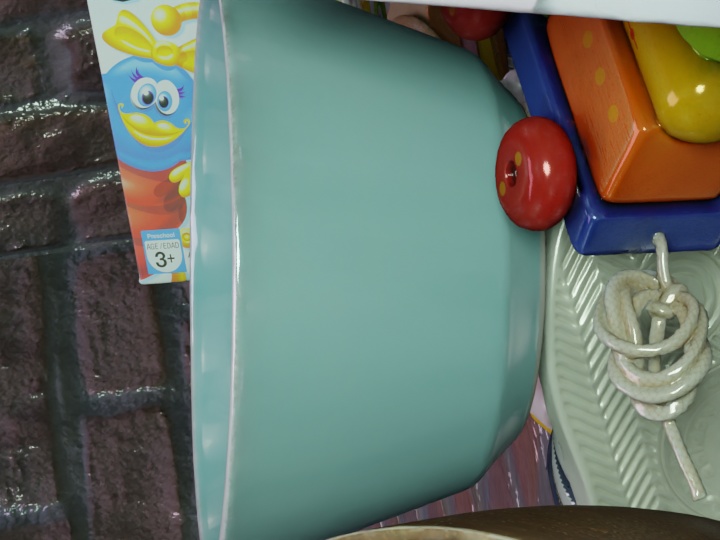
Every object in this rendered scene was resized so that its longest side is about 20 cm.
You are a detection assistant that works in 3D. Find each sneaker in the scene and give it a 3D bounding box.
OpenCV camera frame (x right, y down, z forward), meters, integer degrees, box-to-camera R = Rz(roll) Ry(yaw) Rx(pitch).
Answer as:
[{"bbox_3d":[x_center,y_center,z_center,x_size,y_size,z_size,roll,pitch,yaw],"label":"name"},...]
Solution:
[{"bbox_3d":[0.090,0.042,0.882,0.085,0.074,0.201,-126,28,-70],"label":"sneaker"}]

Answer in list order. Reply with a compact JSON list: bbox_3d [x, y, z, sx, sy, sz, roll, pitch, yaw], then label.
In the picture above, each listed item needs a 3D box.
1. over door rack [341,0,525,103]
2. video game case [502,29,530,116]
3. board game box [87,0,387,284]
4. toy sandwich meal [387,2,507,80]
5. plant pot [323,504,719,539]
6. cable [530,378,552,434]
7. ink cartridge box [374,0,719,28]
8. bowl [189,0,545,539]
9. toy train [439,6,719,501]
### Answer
[{"bbox_3d":[0.037,-0.079,1.015,0.200,0.066,0.149,-75,-21,-67],"label":"over door rack"},{"bbox_3d":[0.079,-0.131,0.961,0.200,0.036,0.183,-131,34,-81],"label":"video game case"},{"bbox_3d":[-0.047,-0.110,1.045,0.105,0.102,0.201,-73,-23,-63],"label":"board game box"},{"bbox_3d":[0.054,-0.041,1.244,0.205,0.070,0.207,166,90,-75],"label":"toy sandwich meal"},{"bbox_3d":[0.067,0.136,0.654,0.200,0.186,0.188,-15,-82,-61],"label":"plant pot"},{"bbox_3d":[0.048,0.019,1.107,0.200,0.050,0.097,24,149,53],"label":"cable"},{"bbox_3d":[0.034,-0.162,0.661,0.057,0.162,0.201,-53,-39,-43],"label":"ink cartridge box"},{"bbox_3d":[0.000,0.000,0.854,0.201,0.104,0.202,-179,90,-83],"label":"bowl"},{"bbox_3d":[0.095,-0.049,0.751,0.116,0.084,0.201,119,142,-53],"label":"toy train"}]
